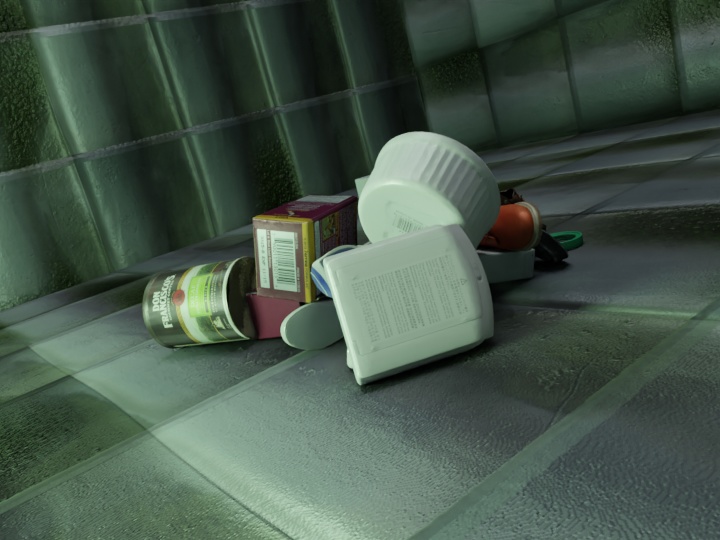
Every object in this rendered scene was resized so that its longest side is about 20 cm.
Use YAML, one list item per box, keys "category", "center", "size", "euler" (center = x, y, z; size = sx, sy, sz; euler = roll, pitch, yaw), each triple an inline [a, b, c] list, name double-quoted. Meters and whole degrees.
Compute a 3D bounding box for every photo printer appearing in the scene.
- category: "photo printer"
  center: [0.067, 0.036, 0.838]
  size: [0.197, 0.169, 0.069]
  euler: [-17, -6, -6]

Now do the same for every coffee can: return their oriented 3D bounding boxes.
- category: "coffee can"
  center: [-0.275, 0.060, 1.198]
  size: [0.197, 0.149, 0.146]
  euler: [-9, 13, 28]

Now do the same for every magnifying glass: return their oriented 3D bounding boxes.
- category: "magnifying glass"
  center: [0.332, -0.053, 1.251]
  size: [0.079, 0.023, 0.199]
  euler: [-25, 17, -36]

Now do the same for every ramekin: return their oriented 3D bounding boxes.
- category: "ramekin"
  center: [0.092, -0.088, 0.940]
  size: [0.198, 0.201, 0.098]
  euler: [-5, 41, 41]

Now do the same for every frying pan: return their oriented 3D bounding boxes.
- category: "frying pan"
  center: [0.271, -0.070, 1.089]
  size: [0.031, 0.189, 0.115]
  euler: [-54, 24, -3]

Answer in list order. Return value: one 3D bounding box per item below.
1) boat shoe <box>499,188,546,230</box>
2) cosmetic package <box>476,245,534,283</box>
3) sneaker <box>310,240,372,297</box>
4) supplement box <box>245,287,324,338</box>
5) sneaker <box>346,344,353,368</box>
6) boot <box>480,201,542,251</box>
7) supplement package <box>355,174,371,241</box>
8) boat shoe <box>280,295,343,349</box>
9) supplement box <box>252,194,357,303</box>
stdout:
- category: "boat shoe"
  center: [0.261, -0.114, 1.174]
  size: [0.198, 0.071, 0.070]
  euler: [21, 5, -26]
- category: "cosmetic package"
  center: [0.165, -0.020, 1.091]
  size: [0.149, 0.053, 0.199]
  euler: [-3, 11, -39]
- category: "sneaker"
  center: [0.001, 0.000, 1.039]
  size: [0.198, 0.081, 0.115]
  euler: [-26, -7, -38]
- category: "supplement box"
  center: [-0.103, 0.045, 1.197]
  size: [0.109, 0.087, 0.200]
  euler: [-8, 14, 28]
- category: "sneaker"
  center: [0.017, 0.065, 0.950]
  size: [0.079, 0.090, 0.200]
  euler: [-14, 11, 11]
- category: "boot"
  center: [0.197, -0.065, 1.024]
  size: [0.106, 0.076, 0.199]
  euler: [-5, 4, -23]
- category: "supplement package"
  center: [0.119, -0.142, 1.500]
  size: [0.146, 0.194, 0.199]
  euler: [-22, 14, -33]
- category: "boat shoe"
  center: [-0.051, 0.076, 1.049]
  size: [0.198, 0.072, 0.063]
  euler: [-15, 10, -39]
- category: "supplement box"
  center: [-0.084, -0.044, 1.080]
  size: [0.102, 0.133, 0.200]
  euler: [6, 18, 22]
